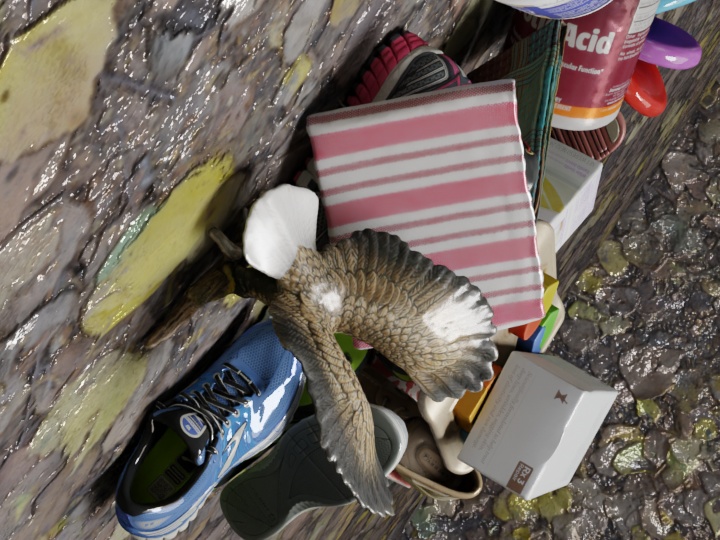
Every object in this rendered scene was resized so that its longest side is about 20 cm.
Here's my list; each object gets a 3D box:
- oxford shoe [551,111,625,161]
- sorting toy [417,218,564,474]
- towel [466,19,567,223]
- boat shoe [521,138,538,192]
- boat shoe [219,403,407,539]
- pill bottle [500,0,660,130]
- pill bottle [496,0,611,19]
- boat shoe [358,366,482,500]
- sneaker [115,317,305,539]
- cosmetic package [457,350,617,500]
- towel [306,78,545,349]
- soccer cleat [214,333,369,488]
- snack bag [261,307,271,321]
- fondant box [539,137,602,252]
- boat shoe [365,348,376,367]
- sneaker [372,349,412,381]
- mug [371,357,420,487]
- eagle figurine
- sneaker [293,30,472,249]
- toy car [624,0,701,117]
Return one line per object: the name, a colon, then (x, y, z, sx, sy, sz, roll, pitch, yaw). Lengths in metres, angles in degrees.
oxford shoe: (0.167, -0.119, 1.437, 0.199, 0.071, 0.075, -14, -173, 39)
sorting toy: (0.118, 0.071, 1.275, 0.186, 0.036, 0.200, -57, 159, -12)
towel: (0.100, -0.094, 1.228, 0.146, 0.022, 0.201, -27, -137, 49)
boat shoe: (0.068, -0.078, 1.176, 0.074, 0.063, 0.201, -66, -159, -4)
boat shoe: (-0.032, 0.154, 1.227, 0.202, 0.075, 0.065, -39, 176, 39)
pill bottle: (0.190, -0.228, 1.274, 0.114, 0.114, 0.201, -40, 152, -49)
pill bottle: (0.131, -0.233, 1.046, 0.120, 0.119, 0.200, -58, 167, 14)
boat shoe: (0.026, 0.134, 1.356, 0.072, 0.199, 0.064, -59, -162, -12)
sneaker: (-0.111, 0.117, 1.161, 0.200, 0.078, 0.089, -52, 170, -12)
cosmetic package: (0.152, 0.127, 1.294, 0.102, 0.074, 0.200, -62, 162, 3)
towel: (0.049, -0.036, 1.081, 0.030, 0.145, 0.201, -94, 173, -57)
soccer cleat: (-0.075, 0.110, 1.250, 0.200, 0.068, 0.081, -38, 164, 3)
snack bag: (-0.074, 0.085, 1.348, 0.189, 0.021, 0.200, -59, 167, 20)
fondant box: (0.099, -0.051, 1.332, 0.200, 0.144, 0.059, -46, 155, -36)
boat shoe: (0.000, 0.000, 1.241, 0.072, 0.072, 0.201, -40, 151, -43)
sneaker: (0.084, 0.024, 1.351, 0.200, 0.074, 0.081, -39, 175, -38)
mug: (0.014, 0.080, 1.472, 0.133, 0.177, 0.201, 32, 82, -46)
eagle figurine: (-0.015, 0.042, 1.034, 0.152, 0.199, 0.151, -58, 167, 15)
sneaker: (0.005, -0.070, 1.107, 0.201, 0.074, 0.081, -57, 167, 13)
toy car: (0.242, -0.219, 1.434, 0.175, 0.150, 0.201, -34, 156, -58)
